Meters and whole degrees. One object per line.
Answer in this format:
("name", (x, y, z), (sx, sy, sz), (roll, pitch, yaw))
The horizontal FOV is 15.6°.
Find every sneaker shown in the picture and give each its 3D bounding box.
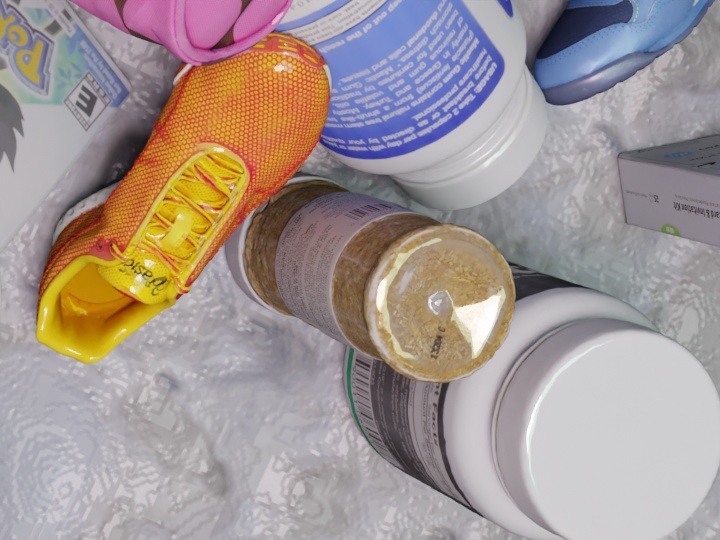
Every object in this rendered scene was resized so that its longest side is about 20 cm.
("sneaker", (0.139, -0.164, 1.266), (0.082, 0.074, 0.200), (45, 73, -21))
("sneaker", (-0.074, -0.027, 1.148), (0.073, 0.077, 0.200), (25, 131, -20))

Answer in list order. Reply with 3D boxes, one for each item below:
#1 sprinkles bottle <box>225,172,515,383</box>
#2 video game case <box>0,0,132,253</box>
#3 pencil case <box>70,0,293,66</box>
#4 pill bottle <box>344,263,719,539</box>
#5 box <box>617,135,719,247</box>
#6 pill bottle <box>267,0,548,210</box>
("sprinkles bottle", (0.000, 0.000, 1.167), (0.068, 0.200, 0.068), (-3, 99, -20))
("video game case", (-0.201, -0.101, 1.118), (0.200, 0.022, 0.182), (53, 43, -20))
("pencil case", (-0.109, -0.159, 1.071), (0.091, 0.200, 0.094), (-7, 120, -54))
("pill bottle", (0.077, 0.059, 1.197), (0.113, 0.200, 0.113), (-3, 99, -21))
("box", (0.234, -0.042, 1.249), (0.156, 0.200, 0.041), (-11, 102, -19))
("pill bottle", (0.006, -0.113, 1.175), (0.112, 0.112, 0.200), (-49, 137, -8))
